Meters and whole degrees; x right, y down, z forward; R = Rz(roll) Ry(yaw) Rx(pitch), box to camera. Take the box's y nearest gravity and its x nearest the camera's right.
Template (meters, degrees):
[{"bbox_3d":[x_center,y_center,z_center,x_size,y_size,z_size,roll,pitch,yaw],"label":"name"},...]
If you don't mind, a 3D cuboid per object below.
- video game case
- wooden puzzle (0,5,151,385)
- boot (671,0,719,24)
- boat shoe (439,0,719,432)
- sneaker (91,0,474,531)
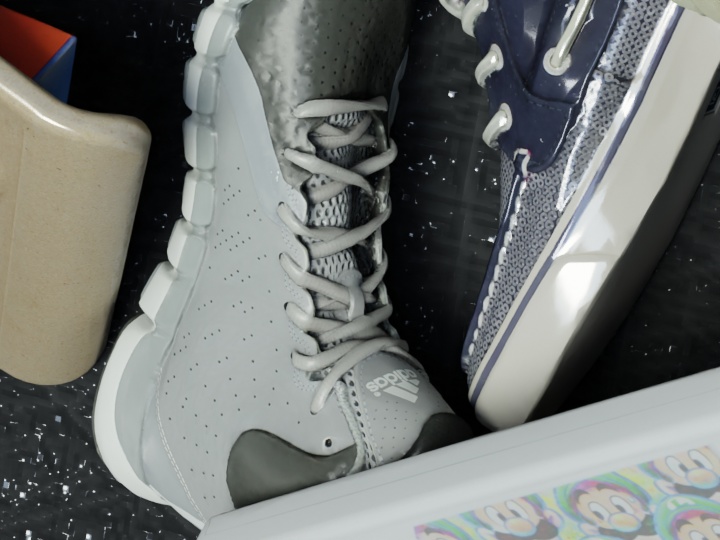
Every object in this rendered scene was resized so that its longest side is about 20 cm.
[{"bbox_3d":[0.082,0.107,0.769,0.200,0.024,0.182,-19,126,40],"label":"video game case"},{"bbox_3d":[-0.147,-0.061,0.827,0.200,0.185,0.046,33,67,4],"label":"wooden puzzle"},{"bbox_3d":[0.172,-0.052,0.697,0.199,0.155,0.072,8,114,-16],"label":"boot"},{"bbox_3d":[0.054,-0.059,0.807,0.093,0.075,0.200,28,100,14],"label":"boat shoe"},{"bbox_3d":[0.000,0.000,0.808,0.115,0.075,0.200,39,123,38],"label":"sneaker"}]
